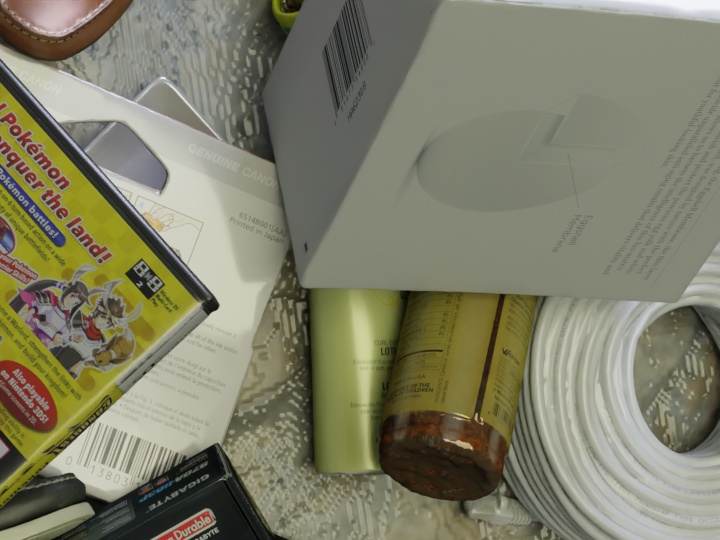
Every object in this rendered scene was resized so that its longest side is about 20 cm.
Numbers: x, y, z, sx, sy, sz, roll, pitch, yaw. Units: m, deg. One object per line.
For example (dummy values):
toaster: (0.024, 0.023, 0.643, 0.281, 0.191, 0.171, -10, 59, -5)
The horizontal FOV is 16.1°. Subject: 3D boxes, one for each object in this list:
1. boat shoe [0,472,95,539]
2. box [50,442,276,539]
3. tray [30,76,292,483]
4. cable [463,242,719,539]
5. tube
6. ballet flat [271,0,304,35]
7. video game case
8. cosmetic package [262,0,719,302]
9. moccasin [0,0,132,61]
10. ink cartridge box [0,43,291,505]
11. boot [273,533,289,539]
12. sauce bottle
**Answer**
boat shoe: (-0.220, 0.108, 1.135, 0.199, 0.072, 0.068, -8, 83, 1)
box: (-0.110, 0.197, 1.169, 0.199, 0.046, 0.159, -29, 108, -1)
tray: (-0.129, 0.012, 1.219, 0.200, 0.022, 0.107, -46, 105, -16)
cable: (0.160, 0.054, 1.302, 0.199, 0.069, 0.201, 18, 82, -19)
tube: (0.000, 0.000, 1.254, 0.052, 0.058, 0.201, -2, 85, 8)
ballet flat: (0.002, -0.200, 1.246, 0.067, 0.067, 0.201, 21, 83, -45)
video game case: (-0.192, 0.003, 1.107, 0.181, 0.026, 0.200, -42, 78, -3)
cosmetic package: (0.084, -0.093, 1.151, 0.199, 0.200, 0.123, 4, 52, -21)
moccasin: (-0.104, -0.179, 1.181, 0.074, 0.078, 0.202, 40, 62, -1)
ink cartridge box: (-0.142, 0.004, 1.179, 0.199, 0.045, 0.177, 23, 81, -19)
boot: (-0.015, 0.182, 1.236, 0.200, 0.074, 0.076, 34, 87, -19)
sauce bottle: (0.056, 0.013, 1.240, 0.066, 0.066, 0.201, 27, 56, -18)
